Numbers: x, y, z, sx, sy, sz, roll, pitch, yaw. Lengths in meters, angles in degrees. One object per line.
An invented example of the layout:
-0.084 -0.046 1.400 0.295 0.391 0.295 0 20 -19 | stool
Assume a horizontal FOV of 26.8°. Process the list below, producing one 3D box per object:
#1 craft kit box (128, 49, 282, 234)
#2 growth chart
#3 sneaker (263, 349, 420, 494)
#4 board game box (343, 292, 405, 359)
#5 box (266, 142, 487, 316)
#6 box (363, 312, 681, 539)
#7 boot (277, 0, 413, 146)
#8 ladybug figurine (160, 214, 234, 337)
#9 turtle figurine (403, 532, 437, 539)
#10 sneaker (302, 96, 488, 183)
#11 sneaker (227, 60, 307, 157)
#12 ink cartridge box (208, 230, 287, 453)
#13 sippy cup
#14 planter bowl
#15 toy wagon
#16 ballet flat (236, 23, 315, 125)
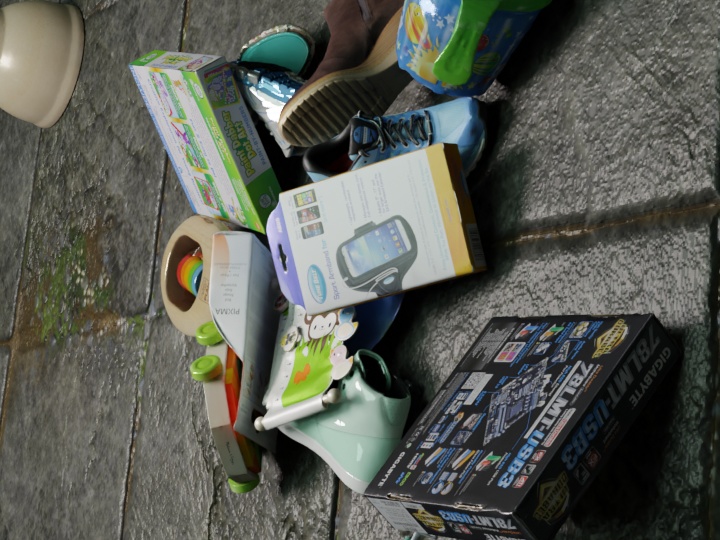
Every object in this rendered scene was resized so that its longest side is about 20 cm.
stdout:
-0.173 -0.149 1.713 0.197 0.048 0.201 22 139 60 | craft kit box
-0.050 0.063 1.466 0.144 0.018 0.201 -33 39 39 | growth chart
-0.017 0.118 1.449 0.200 0.073 0.119 33 114 47 | sneaker
0.000 0.000 1.503 0.158 0.039 0.201 -36 53 39 | board game box
0.009 -0.034 1.387 0.199 0.041 0.120 -15 86 29 | box
0.121 0.118 1.164 0.200 0.050 0.198 -51 24 -25 | box
-0.011 -0.215 1.507 0.199 0.073 0.167 -33 37 2 | boot
-0.168 0.010 1.726 0.200 0.071 0.137 35 111 60 | ladybug figurine
0.094 0.269 1.199 0.149 0.100 0.202 -5 71 63 | turtle figurine
0.030 -0.113 1.414 0.199 0.090 0.079 -22 56 30 | sneaker
-0.087 -0.171 1.635 0.199 0.075 0.087 27 116 38 | sneaker
-0.118 0.077 1.564 0.050 0.162 0.202 3 76 12 | ink cartridge box
0.094 -0.232 1.354 0.140 0.177 0.131 42 131 23 | sippy cup
-0.538 -0.338 2.382 0.200 0.134 0.202 -27 57 52 | planter bowl
-0.136 0.130 1.594 0.200 0.039 0.156 -92 -11 -61 | toy wagon
-0.115 -0.226 1.739 0.200 0.076 0.064 -40 14 38 | ballet flat
